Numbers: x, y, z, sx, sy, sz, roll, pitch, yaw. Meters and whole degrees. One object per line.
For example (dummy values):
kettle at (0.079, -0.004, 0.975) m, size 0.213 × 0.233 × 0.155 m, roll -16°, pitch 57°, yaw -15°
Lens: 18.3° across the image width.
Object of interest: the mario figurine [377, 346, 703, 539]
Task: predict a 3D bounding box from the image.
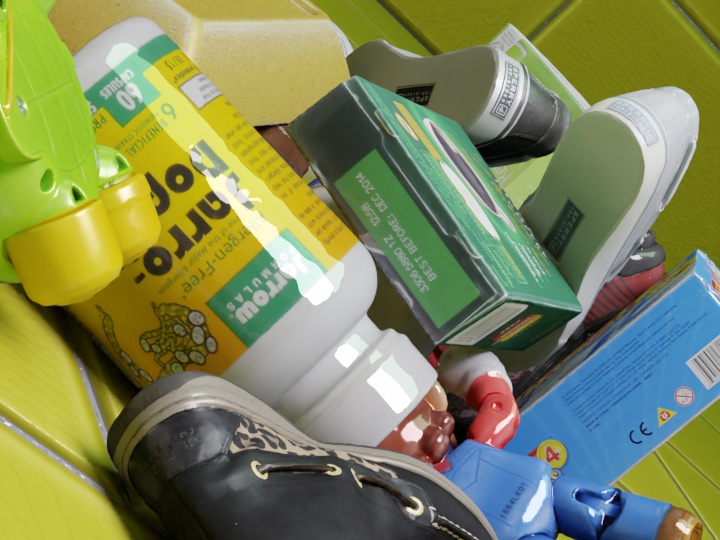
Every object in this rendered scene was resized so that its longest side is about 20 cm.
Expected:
mario figurine at (0.055, 0.109, 1.036) m, size 0.199 × 0.106 × 0.123 m, roll 27°, pitch 30°, yaw 19°

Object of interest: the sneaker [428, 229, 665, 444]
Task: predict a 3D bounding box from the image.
sneaker at (0.103, 0.047, 1.307) m, size 0.098 × 0.200 × 0.071 m, roll 62°, pitch 28°, yaw 4°

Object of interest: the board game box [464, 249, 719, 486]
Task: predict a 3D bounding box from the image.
board game box at (0.117, 0.077, 1.166) m, size 0.056 × 0.200 × 0.196 m, roll 50°, pitch 9°, yaw 3°

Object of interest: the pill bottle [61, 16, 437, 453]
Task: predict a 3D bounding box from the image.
pill bottle at (-0.065, 0.000, 0.946) m, size 0.200 × 0.113 × 0.113 m, roll 47°, pitch 9°, yaw -1°

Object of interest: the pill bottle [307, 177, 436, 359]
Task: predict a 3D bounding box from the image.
pill bottle at (0.000, 0.000, 1.236) m, size 0.112 × 0.112 × 0.200 m, roll 47°, pitch 10°, yaw -1°

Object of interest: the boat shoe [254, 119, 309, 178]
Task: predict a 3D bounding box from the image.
boat shoe at (-0.075, -0.096, 1.272) m, size 0.076 × 0.074 × 0.200 m, roll 39°, pitch -5°, yaw -28°

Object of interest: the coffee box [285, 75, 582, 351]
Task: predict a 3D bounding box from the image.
coffee box at (0.040, -0.021, 1.047) m, size 0.123 × 0.044 × 0.200 m, roll 55°, pitch 11°, yaw 10°

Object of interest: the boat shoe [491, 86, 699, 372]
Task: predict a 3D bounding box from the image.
boat shoe at (0.117, -0.020, 1.159) m, size 0.071 × 0.201 × 0.070 m, roll -25°, pitch 68°, yaw -38°

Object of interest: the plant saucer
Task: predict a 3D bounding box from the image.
plant saucer at (-0.109, -0.153, 1.187) m, size 0.200 × 0.049 × 0.200 m, roll 38°, pitch 22°, yaw 19°

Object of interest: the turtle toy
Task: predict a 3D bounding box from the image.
turtle toy at (-0.150, -0.049, 0.793) m, size 0.200 × 0.101 × 0.146 m, roll -60°, pitch 130°, yaw -78°

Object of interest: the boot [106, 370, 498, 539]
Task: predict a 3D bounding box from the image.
boot at (0.003, 0.127, 0.844) m, size 0.200 × 0.073 × 0.151 m, roll 34°, pitch 14°, yaw -40°

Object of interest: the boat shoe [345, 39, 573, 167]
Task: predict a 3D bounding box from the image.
boat shoe at (0.041, -0.083, 1.236) m, size 0.064 × 0.071 × 0.200 m, roll 26°, pitch -8°, yaw -29°

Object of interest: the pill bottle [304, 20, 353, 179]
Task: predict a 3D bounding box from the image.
pill bottle at (-0.070, -0.133, 1.473) m, size 0.113 × 0.113 × 0.200 m, roll 52°, pitch 11°, yaw 28°

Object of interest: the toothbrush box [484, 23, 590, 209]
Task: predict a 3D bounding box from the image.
toothbrush box at (0.076, -0.045, 1.495) m, size 0.086 × 0.200 × 0.146 m, roll 39°, pitch 12°, yaw -33°
